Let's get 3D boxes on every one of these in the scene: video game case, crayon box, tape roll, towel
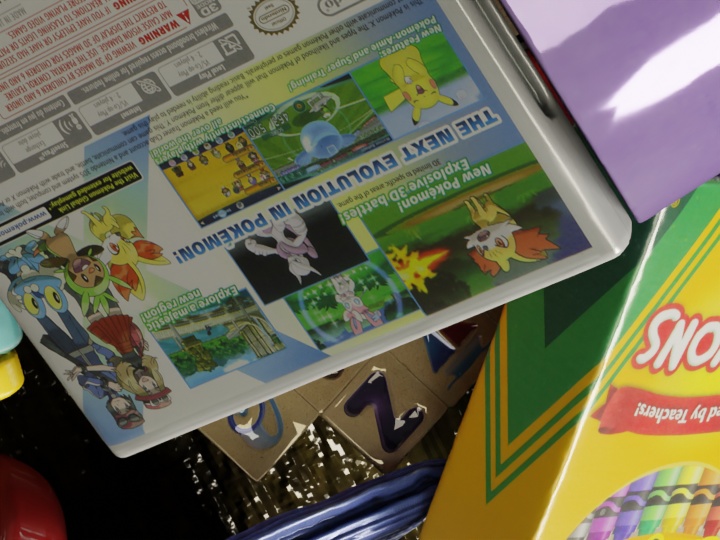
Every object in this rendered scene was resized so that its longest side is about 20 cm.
[{"bbox_3d":[-0.046,-0.047,0.829,0.199,0.022,0.183,-23,112,30],"label":"video game case"},{"bbox_3d":[0.097,0.049,0.954,0.127,0.051,0.201,-1,118,-44],"label":"crayon box"},{"bbox_3d":[0.064,-0.120,0.810,0.085,0.200,0.200,-33,123,5],"label":"tape roll"},{"bbox_3d":[-0.057,0.121,1.009,0.144,0.024,0.200,-19,168,-28],"label":"towel"}]

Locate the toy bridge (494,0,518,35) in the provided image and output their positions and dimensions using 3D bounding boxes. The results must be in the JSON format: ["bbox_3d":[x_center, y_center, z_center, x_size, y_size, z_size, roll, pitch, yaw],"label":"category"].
[{"bbox_3d":[0.032,-0.109,0.952,0.199,0.027,0.067,-31,99,-7],"label":"toy bridge"}]

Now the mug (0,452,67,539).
[{"bbox_3d":[-0.164,0.140,0.978,0.177,0.200,0.134,-29,122,3],"label":"mug"}]

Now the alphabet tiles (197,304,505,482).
[{"bbox_3d":[-0.029,-0.031,0.961,0.200,0.006,0.167,43,85,-6],"label":"alphabet tiles"}]

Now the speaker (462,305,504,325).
[{"bbox_3d":[0.000,0.000,1.008,0.199,0.081,0.082,-11,122,-8],"label":"speaker"}]

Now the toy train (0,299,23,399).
[{"bbox_3d":[-0.138,-0.048,0.904,0.150,0.056,0.200,35,89,-20],"label":"toy train"}]

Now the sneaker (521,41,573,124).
[{"bbox_3d":[0.028,-0.023,0.923,0.199,0.085,0.077,-25,94,-8],"label":"sneaker"}]
